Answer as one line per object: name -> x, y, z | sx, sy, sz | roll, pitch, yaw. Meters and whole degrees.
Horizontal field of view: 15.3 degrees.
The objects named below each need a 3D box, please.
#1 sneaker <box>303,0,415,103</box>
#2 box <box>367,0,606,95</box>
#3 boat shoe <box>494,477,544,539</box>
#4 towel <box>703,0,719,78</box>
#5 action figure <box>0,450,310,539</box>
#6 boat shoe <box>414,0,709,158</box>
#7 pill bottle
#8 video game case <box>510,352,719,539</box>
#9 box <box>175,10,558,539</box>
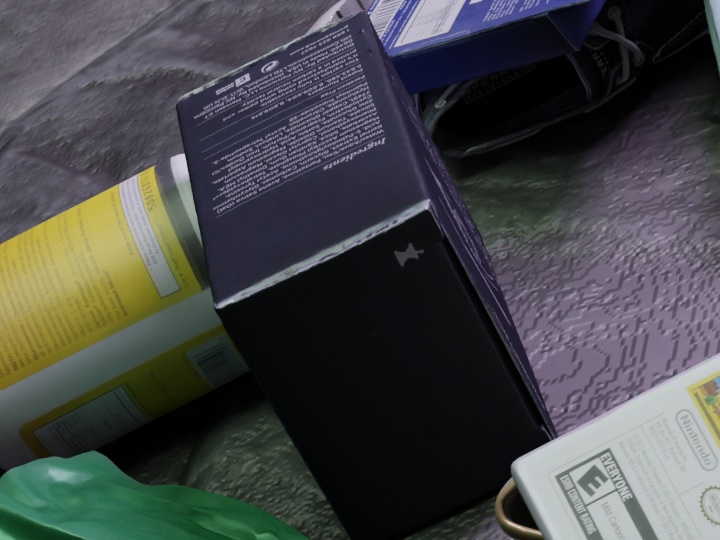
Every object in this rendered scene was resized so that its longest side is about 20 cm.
sneaker -> -0.032, -0.089, 1.456 | 0.080, 0.077, 0.200 | -10, 32, 46
box -> 0.080, -0.150, 1.351 | 0.200, 0.032, 0.121 | -12, 40, 51
boat shoe -> 0.148, 0.078, 1.025 | 0.199, 0.063, 0.074 | -21, 71, 27
towel -> 0.246, -0.140, 1.263 | 0.170, 0.048, 0.201 | -13, 48, 8
action figure -> -0.082, 0.128, 1.164 | 0.199, 0.055, 0.118 | 14, 25, 35
boat shoe -> 0.118, -0.117, 1.367 | 0.199, 0.072, 0.068 | -25, 28, 12
pill bottle -> -0.144, 0.033, 1.317 | 0.199, 0.112, 0.112 | -26, 30, 3
video game case -> 0.173, 0.109, 0.935 | 0.182, 0.023, 0.200 | -28, 58, 2
box -> 0.000, 0.000, 1.210 | 0.104, 0.148, 0.200 | -25, 29, 6
